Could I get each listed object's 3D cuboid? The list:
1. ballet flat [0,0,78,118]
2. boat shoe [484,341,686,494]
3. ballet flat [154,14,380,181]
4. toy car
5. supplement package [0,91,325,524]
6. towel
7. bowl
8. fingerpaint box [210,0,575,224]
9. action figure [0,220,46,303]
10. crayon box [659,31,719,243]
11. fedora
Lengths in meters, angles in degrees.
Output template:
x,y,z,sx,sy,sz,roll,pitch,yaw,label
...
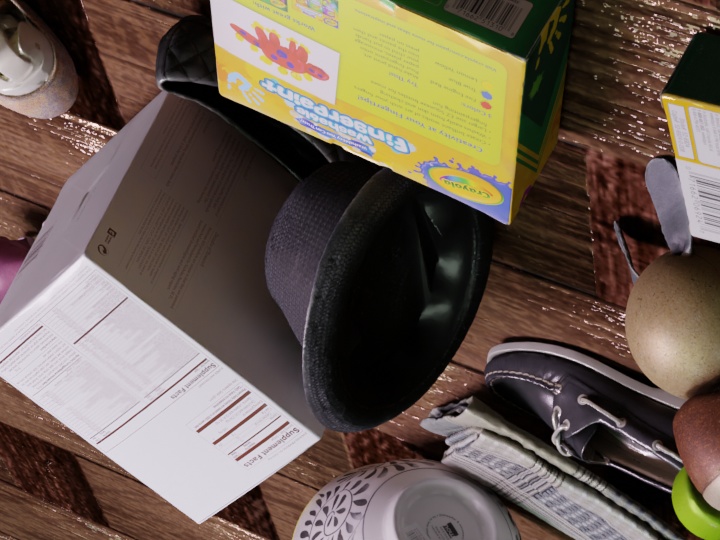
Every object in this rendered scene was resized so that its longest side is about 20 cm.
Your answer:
x,y,z,sx,sy,sz,roll,pitch,yaw,label
-0.257,-0.166,1.494,0.200,0.068,0.067,48,-177,-32,ballet flat
0.169,0.107,1.540,0.200,0.060,0.074,20,153,22,boat shoe
-0.058,-0.088,1.439,0.200,0.057,0.066,38,150,-25,ballet flat
0.222,0.031,1.317,0.200,0.158,0.164,56,155,17,toy car
-0.118,0.023,1.510,0.200,0.191,0.147,39,131,-16,supplement package
0.137,0.161,1.649,0.200,0.035,0.193,34,171,-2,towel
0.052,0.219,1.724,0.200,0.201,0.094,30,143,2,bowl
0.017,-0.134,1.264,0.200,0.073,0.167,25,152,15,fingerpaint box
-0.213,0.024,1.759,0.199,0.134,0.149,-8,180,16,action figure
0.267,-0.049,1.172,0.200,0.052,0.126,17,151,28,crayon box
0.000,0.000,1.412,0.091,0.201,0.201,30,157,32,fedora
